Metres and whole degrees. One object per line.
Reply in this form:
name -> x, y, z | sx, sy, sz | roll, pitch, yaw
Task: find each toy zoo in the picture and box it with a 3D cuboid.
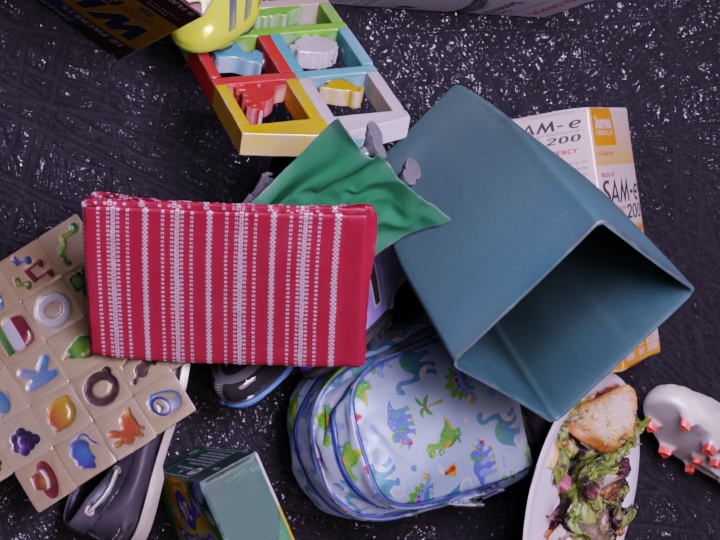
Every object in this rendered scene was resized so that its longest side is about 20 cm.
toy zoo -> -0.049, -0.136, 1.506 | 0.130, 0.200, 0.021 | -7, 130, -22

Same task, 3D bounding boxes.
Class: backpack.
backpack -> 0.041, 0.111, 1.557 | 0.198, 0.154, 0.165 | -14, 98, -12

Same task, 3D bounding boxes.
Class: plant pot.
plant pot -> 0.106, -0.028, 1.474 | 0.141, 0.201, 0.141 | -44, 141, 14

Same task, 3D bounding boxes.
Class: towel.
towel -> -0.089, 0.008, 1.422 | 0.198, 0.023, 0.145 | 2, 130, 0

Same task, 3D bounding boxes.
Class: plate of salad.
plate of salad -> 0.181, 0.180, 1.602 | 0.200, 0.048, 0.202 | -27, 123, -54

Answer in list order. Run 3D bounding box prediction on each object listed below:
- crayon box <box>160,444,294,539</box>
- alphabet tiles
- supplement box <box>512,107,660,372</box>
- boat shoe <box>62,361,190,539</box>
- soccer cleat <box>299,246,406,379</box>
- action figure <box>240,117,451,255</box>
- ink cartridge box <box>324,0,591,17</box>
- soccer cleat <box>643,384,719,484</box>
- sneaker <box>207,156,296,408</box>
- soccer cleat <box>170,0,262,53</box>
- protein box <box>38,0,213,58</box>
crayon box -> -0.076, 0.229, 1.499 | 0.051, 0.126, 0.201 | -27, 98, -21
alphabet tiles -> -0.215, 0.065, 1.470 | 0.199, 0.006, 0.167 | -32, 84, -5
supplement box -> 0.174, -0.024, 1.610 | 0.073, 0.126, 0.202 | -8, 92, 21
boat shoe -> -0.169, 0.099, 1.496 | 0.062, 0.073, 0.202 | 12, 88, -25
soccer cleat -> 0.000, 0.000, 1.553 | 0.073, 0.068, 0.200 | 52, 51, -17
action figure -> -0.050, -0.027, 1.444 | 0.118, 0.199, 0.055 | 43, 30, -27
ink cartridge box -> 0.088, -0.249, 1.579 | 0.198, 0.145, 0.085 | 1, 87, -22
soccer cleat -> 0.301, 0.137, 1.691 | 0.200, 0.069, 0.078 | 38, 62, -31
sneaker -> -0.074, 0.004, 1.528 | 0.083, 0.070, 0.201 | 40, 64, -53
soccer cleat -> -0.083, -0.242, 1.523 | 0.064, 0.084, 0.201 | 23, 57, 19
protein box -> -0.145, -0.279, 1.453 | 0.135, 0.200, 0.199 | 35, 75, -17
